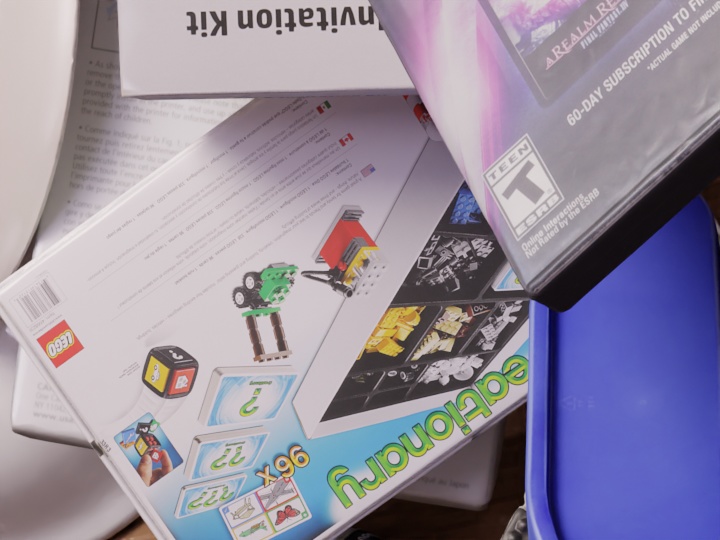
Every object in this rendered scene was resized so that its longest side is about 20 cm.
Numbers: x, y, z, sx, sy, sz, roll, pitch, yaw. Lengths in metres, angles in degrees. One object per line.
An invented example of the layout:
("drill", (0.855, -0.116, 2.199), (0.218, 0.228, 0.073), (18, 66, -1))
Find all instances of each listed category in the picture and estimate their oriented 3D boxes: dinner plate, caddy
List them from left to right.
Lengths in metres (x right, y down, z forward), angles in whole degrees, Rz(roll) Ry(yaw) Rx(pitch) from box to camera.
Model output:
("dinner plate", (-0.143, -0.084, 0.907), (0.200, 0.024, 0.202), (-13, 75, 59))
("caddy", (0.115, 0.064, 0.725), (0.140, 0.105, 0.201), (-2, 47, 8))

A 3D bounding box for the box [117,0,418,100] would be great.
("box", (0.004, -0.152, 0.770), (0.155, 0.041, 0.202), (-1, 93, 5))

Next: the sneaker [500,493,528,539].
("sneaker", (0.063, 0.115, 0.810), (0.200, 0.080, 0.074), (-43, 70, -8))

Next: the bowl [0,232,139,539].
("bowl", (-0.142, 0.005, 1.003), (0.200, 0.090, 0.202), (-16, 62, 33))

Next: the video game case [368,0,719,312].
("video game case", (0.058, -0.107, 0.662), (0.143, 0.019, 0.201), (-43, 49, 19))

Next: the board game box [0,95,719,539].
("board game box", (0.000, 0.000, 0.826), (0.199, 0.035, 0.127), (-35, 91, 4))

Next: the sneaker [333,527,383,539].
("sneaker", (-0.036, 0.175, 0.856), (0.087, 0.076, 0.201), (7, 76, 40))

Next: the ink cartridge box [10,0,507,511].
("ink cartridge box", (-0.020, -0.032, 0.867), (0.161, 0.057, 0.201), (9, 88, 3))
